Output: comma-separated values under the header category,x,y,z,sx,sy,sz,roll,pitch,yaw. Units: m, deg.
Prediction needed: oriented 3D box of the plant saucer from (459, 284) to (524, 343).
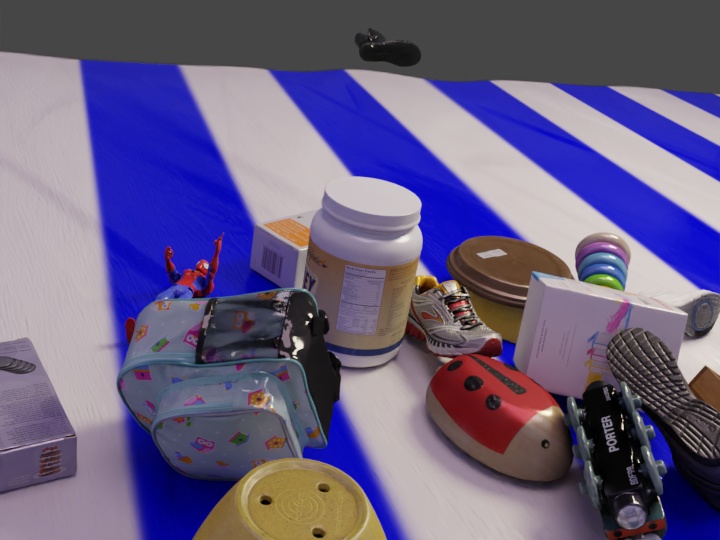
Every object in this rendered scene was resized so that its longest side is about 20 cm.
category,x,y,z,sx,sy,sz,roll,pitch,yaw
plant saucer,0.230,0.038,1.286,0.196,0.049,0.200,18,26,16

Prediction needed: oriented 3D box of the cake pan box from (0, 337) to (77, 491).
category,x,y,z,sx,sy,sz,roll,pitch,yaw
cake pan box,-0.388,0.142,0.826,0.197,0.053,0.183,-8,29,-35

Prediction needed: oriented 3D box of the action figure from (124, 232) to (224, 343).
category,x,y,z,sx,sy,sz,roll,pitch,yaw
action figure,-0.228,0.011,1.110,0.064,0.101,0.201,14,23,5

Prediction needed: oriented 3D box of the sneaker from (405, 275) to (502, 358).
category,x,y,z,sx,sy,sz,roll,pitch,yaw
sneaker,0.111,0.059,1.112,0.076,0.084,0.199,1,14,-29

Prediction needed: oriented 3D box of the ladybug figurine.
category,x,y,z,sx,sy,sz,roll,pitch,yaw
ladybug figurine,0.155,0.155,0.984,0.134,0.073,0.199,-14,35,-41

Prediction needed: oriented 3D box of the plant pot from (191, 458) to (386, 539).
category,x,y,z,sx,sy,sz,roll,pitch,yaw
plant pot,-0.052,0.231,0.662,0.195,0.145,0.201,9,24,-4

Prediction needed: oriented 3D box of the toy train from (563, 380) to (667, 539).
category,x,y,z,sx,sy,sz,roll,pitch,yaw
toy train,0.264,0.200,0.887,0.084,0.116,0.201,-19,25,13

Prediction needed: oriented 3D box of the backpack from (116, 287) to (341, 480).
category,x,y,z,sx,sy,sz,roll,pitch,yaw
backpack,-0.132,0.112,0.842,0.195,0.177,0.156,4,54,14

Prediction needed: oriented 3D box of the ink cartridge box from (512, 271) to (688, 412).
category,x,y,z,sx,sy,sz,roll,pitch,yaw
ink cartridge box,0.302,0.089,1.081,0.195,0.128,0.129,11,8,2

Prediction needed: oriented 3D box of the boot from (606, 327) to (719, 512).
category,x,y,z,sx,sy,sz,roll,pitch,yaw
boot,0.343,0.168,0.968,0.069,0.133,0.202,-27,43,3

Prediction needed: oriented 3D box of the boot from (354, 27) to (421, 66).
category,x,y,z,sx,sy,sz,roll,pitch,yaw
boot,0.082,-0.694,2.710,0.195,0.078,0.169,1,30,-5

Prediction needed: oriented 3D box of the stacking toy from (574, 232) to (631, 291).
category,x,y,z,sx,sy,sz,roll,pitch,yaw
stacking toy,0.350,0.039,1.274,0.083,0.087,0.202,13,45,6

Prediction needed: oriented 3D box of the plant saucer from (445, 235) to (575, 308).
category,x,y,z,sx,sy,sz,roll,pitch,yaw
plant saucer,0.222,-0.003,1.277,0.195,0.030,0.201,8,26,-4

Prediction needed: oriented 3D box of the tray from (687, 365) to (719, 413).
category,x,y,z,sx,sy,sz,roll,pitch,yaw
tray,0.457,0.189,0.973,0.198,0.037,0.099,34,16,-24

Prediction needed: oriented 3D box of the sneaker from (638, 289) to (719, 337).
category,x,y,z,sx,sy,sz,roll,pitch,yaw
sneaker,0.461,0.055,1.316,0.196,0.076,0.087,-2,23,-27

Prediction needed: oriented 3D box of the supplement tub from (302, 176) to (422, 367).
category,x,y,z,sx,sy,sz,roll,pitch,yaw
supplement tub,0.000,0.000,1.092,0.141,0.204,0.145,8,24,-4

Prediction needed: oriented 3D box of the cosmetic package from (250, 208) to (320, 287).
category,x,y,z,sx,sy,sz,roll,pitch,yaw
cosmetic package,-0.057,-0.037,1.300,0.100,0.073,0.198,28,30,34
